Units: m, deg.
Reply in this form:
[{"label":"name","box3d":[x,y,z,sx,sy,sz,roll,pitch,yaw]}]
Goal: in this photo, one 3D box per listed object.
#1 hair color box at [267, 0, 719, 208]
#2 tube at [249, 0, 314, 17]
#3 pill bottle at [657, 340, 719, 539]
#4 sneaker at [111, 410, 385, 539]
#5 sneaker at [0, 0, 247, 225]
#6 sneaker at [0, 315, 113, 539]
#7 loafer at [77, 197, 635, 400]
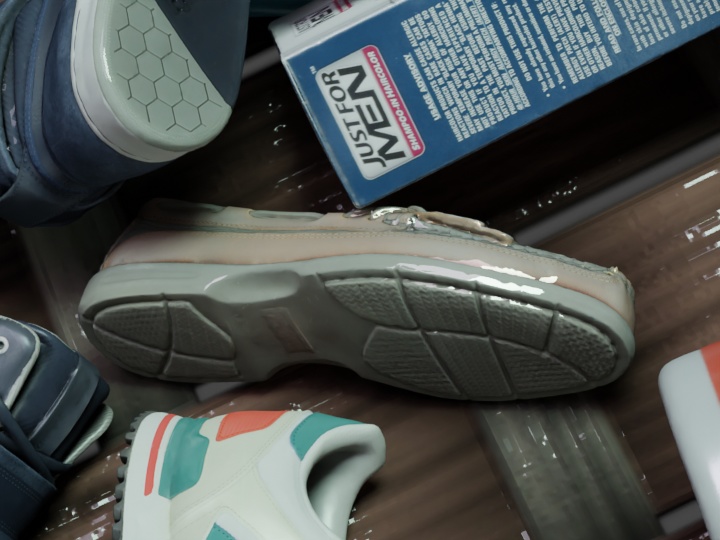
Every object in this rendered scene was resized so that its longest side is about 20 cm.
[{"label":"hair color box","box3d":[0.071,-0.098,0.936,0.199,0.061,0.100,-26,12,1]},{"label":"tube","box3d":[-0.023,-0.125,1.025,0.199,0.050,0.078,-3,74,12]},{"label":"pill bottle","box3d":[0.197,0.047,0.797,0.199,0.112,0.112,-20,55,5]},{"label":"sneaker","box3d":[-0.028,0.121,0.842,0.093,0.070,0.200,-8,46,7]},{"label":"sneaker","box3d":[-0.088,-0.109,0.968,0.146,0.077,0.203,-30,37,52]},{"label":"sneaker","box3d":[-0.123,0.099,0.893,0.146,0.077,0.202,-44,55,-8]},{"label":"loafer","box3d":[0.000,0.000,0.923,0.199,0.072,0.063,1,52,22]}]
